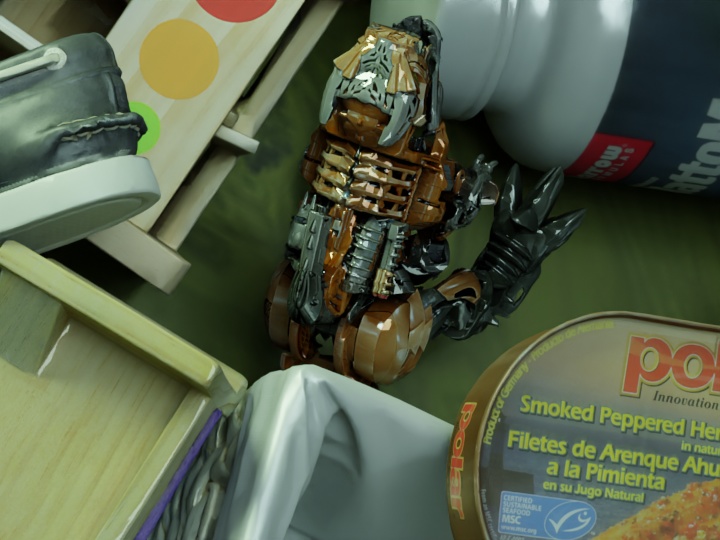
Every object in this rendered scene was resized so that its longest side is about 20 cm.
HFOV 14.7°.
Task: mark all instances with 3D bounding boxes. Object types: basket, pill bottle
[{"bbox_3d":[0.008,0.134,0.972,0.199,0.123,0.136,27,66,-29],"label":"basket"},{"bbox_3d":[0.110,-0.093,1.097,0.199,0.120,0.120,8,73,-17],"label":"pill bottle"}]

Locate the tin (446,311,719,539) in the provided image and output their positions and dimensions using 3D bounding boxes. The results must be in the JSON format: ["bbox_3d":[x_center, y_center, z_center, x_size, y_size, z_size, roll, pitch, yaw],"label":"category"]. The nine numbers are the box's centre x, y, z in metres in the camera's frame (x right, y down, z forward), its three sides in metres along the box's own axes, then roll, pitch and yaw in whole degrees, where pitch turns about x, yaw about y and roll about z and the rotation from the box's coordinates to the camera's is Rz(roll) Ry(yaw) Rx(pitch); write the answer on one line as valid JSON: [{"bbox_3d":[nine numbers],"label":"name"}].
[{"bbox_3d":[0.122,0.076,0.943,0.199,0.042,0.113,10,83,-21],"label":"tin"}]

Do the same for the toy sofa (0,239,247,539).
[{"bbox_3d":[-0.121,0.098,0.897,0.083,0.098,0.201,30,81,10],"label":"toy sofa"}]

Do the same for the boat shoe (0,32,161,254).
[{"bbox_3d":[-0.164,-0.022,0.905,0.199,0.074,0.061,-18,80,14],"label":"boat shoe"}]

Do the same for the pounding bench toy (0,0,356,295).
[{"bbox_3d":[-0.108,-0.114,0.995,0.199,0.124,0.156,34,89,-7],"label":"pounding bench toy"}]

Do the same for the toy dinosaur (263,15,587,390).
[{"bbox_3d":[0.000,0.000,1.017,0.102,0.200,0.136,38,32,8],"label":"toy dinosaur"}]
